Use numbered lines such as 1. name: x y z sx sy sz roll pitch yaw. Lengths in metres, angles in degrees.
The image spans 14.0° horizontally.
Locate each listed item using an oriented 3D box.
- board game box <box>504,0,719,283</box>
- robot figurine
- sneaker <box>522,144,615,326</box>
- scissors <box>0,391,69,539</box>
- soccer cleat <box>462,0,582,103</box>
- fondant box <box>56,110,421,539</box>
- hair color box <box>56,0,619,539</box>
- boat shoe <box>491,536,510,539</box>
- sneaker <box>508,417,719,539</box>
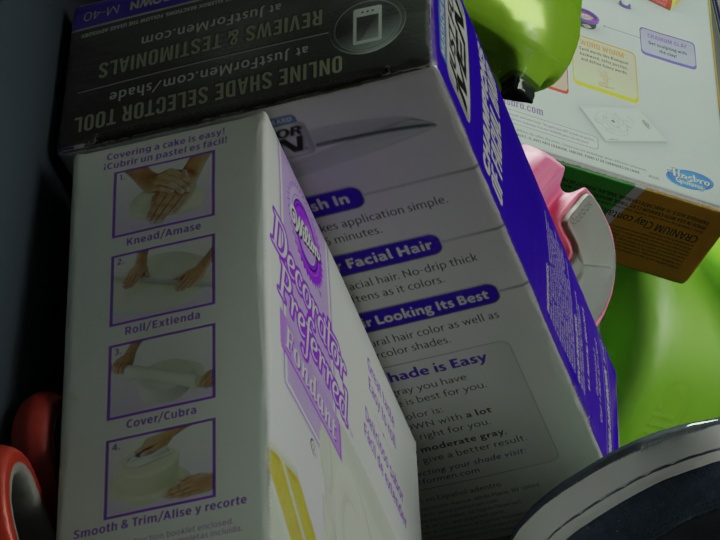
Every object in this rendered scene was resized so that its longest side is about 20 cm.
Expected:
1. board game box: 0.060 -0.099 1.109 0.200 0.153 0.040 -87 -160 -44
2. robot figurine: 0.107 0.034 1.163 0.200 0.175 0.116 15 73 -47
3. sneaker: -0.007 -0.045 0.961 0.200 0.095 0.079 54 49 -9
4. scissors: -0.057 0.120 0.740 0.073 0.014 0.201 -81 156 -61
5. soccer cleat: -0.009 -0.118 0.844 0.200 0.067 0.081 32 62 -37
6. fondant box: -0.026 0.080 0.751 0.144 0.058 0.200 66 14 -44
7. hair color box: 0.000 0.000 0.858 0.200 0.109 0.065 64 19 -46
8. boat shoe: 0.040 0.152 0.992 0.066 0.070 0.200 65 27 -47
9. sneaker: 0.081 0.147 0.850 0.077 0.202 0.146 0 52 -35
